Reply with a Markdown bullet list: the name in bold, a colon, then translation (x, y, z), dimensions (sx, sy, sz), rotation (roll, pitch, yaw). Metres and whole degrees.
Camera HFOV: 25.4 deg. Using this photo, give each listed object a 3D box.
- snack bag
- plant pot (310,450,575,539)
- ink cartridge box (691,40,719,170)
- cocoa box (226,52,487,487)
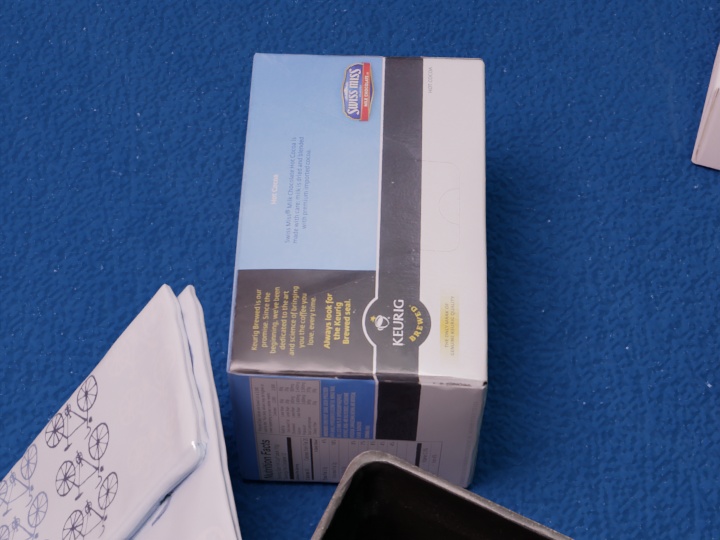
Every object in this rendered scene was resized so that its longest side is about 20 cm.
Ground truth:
- **snack bag**: translation (-0.122, 0.135, 0.757), dimensions (0.021, 0.189, 0.201), rotation (21, 37, -35)
- **plant pot**: translation (0.046, 0.235, 0.701), dimensions (0.199, 0.178, 0.200), rotation (22, 62, 13)
- **ink cartridge box**: translation (0.300, -0.150, 0.989), dimensions (0.143, 0.085, 0.201), rotation (15, 61, 8)
- **cocoa box**: translation (0.000, 0.000, 0.866), dimensions (0.130, 0.134, 0.202), rotation (2, 59, 1)
